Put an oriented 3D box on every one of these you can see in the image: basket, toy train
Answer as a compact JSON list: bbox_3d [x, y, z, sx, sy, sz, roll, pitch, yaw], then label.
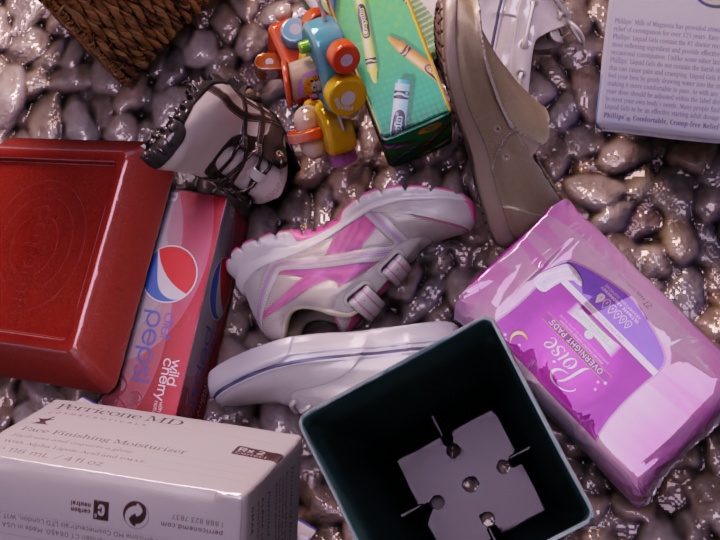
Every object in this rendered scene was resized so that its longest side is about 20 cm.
[{"bbox_3d":[-0.209,-0.270,1.166,0.149,0.200,0.143,-45,70,-1],"label":"basket"},{"bbox_3d":[-0.048,-0.155,1.103,0.055,0.200,0.152,-20,78,-10],"label":"toy train"}]

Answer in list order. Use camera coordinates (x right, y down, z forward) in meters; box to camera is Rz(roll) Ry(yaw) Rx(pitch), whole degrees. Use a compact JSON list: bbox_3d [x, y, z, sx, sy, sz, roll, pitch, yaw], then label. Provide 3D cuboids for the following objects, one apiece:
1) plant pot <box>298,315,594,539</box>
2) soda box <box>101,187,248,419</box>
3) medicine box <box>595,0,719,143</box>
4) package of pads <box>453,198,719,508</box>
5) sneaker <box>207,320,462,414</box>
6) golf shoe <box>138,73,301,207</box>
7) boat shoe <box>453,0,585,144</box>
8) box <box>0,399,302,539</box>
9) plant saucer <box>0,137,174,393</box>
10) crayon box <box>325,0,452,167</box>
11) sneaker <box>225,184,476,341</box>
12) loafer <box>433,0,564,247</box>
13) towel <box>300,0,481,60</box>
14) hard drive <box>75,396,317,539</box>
[{"bbox_3d":[0.067,0.139,0.996,0.140,0.200,0.142,-28,76,4],"label":"plant pot"},{"bbox_3d":[-0.144,0.042,1.136,0.063,0.070,0.202,8,77,13],"label":"soda box"},{"bbox_3d":[0.234,-0.199,1.035,0.102,0.182,0.203,7,101,14],"label":"medicine box"},{"bbox_3d":[0.175,0.060,1.065,0.120,0.076,0.200,-42,71,-4],"label":"package of pads"},{"bbox_3d":[-0.017,0.087,1.097,0.198,0.073,0.072,-10,70,8],"label":"sneaker"},{"bbox_3d":[-0.094,-0.093,1.101,0.095,0.200,0.078,45,109,3],"label":"golf shoe"},{"bbox_3d":[0.132,-0.191,1.133,0.085,0.075,0.204,12,91,4],"label":"boat shoe"},{"bbox_3d":[-0.153,0.211,0.998,0.197,0.131,0.203,6,102,13],"label":"box"},{"bbox_3d":[-0.249,-0.015,1.153,0.198,0.037,0.202,5,75,35],"label":"plant saucer"},{"bbox_3d":[0.010,-0.190,1.117,0.058,0.119,0.202,-21,83,2],"label":"crayon box"},{"bbox_3d":[0.000,0.000,1.119,0.198,0.081,0.089,-22,73,13],"label":"sneaker"},{"bbox_3d":[0.103,-0.117,1.084,0.068,0.076,0.202,-16,116,4],"label":"loafer"},{"bbox_3d":[0.053,-0.252,1.203,0.199,0.023,0.153,-36,72,-2],"label":"towel"},{"bbox_3d":[-0.146,0.198,1.077,0.199,0.025,0.133,28,106,8],"label":"hard drive"}]
